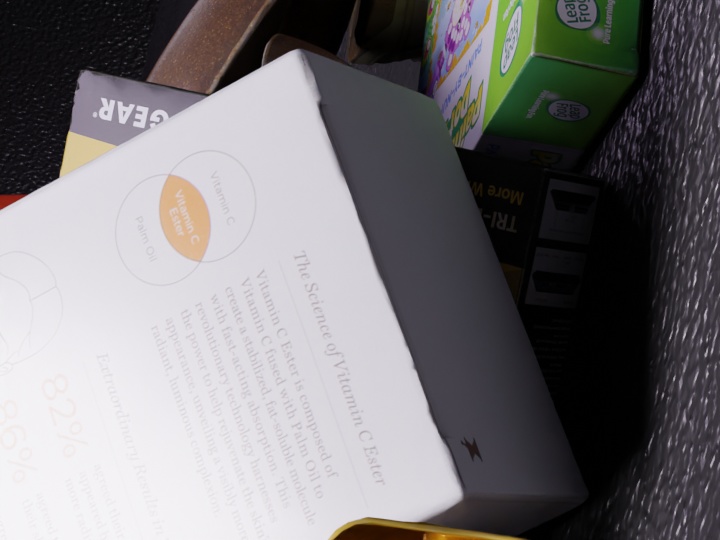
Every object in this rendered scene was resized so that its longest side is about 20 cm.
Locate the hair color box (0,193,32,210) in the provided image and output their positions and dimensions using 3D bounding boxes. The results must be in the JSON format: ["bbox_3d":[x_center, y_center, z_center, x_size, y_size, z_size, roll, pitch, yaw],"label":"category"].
[{"bbox_3d":[-0.169,0.051,1.138,0.200,0.101,0.062,-56,45,46],"label":"hair color box"}]

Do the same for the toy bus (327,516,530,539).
[{"bbox_3d":[0.033,0.171,0.713,0.192,0.135,0.201,51,-128,-81],"label":"toy bus"}]

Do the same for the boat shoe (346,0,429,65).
[{"bbox_3d":[0.030,-0.129,1.287,0.201,0.063,0.074,-131,49,-86],"label":"boat shoe"}]

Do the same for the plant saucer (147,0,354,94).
[{"bbox_3d":[-0.062,-0.064,1.196,0.201,0.034,0.200,-58,-8,-13],"label":"plant saucer"}]

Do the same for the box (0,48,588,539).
[{"bbox_3d":[-0.052,0.045,0.913,0.106,0.199,0.153,12,-125,-64],"label":"box"}]

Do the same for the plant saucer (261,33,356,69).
[{"bbox_3d":[0.000,0.000,1.130,0.200,0.034,0.202,-11,-90,-80],"label":"plant saucer"}]

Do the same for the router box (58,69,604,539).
[{"bbox_3d":[-0.024,0.023,0.998,0.052,0.199,0.158,5,-84,-60],"label":"router box"}]

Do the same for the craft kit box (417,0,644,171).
[{"bbox_3d":[0.066,-0.120,1.068,0.200,0.048,0.199,120,157,-64],"label":"craft kit box"}]
